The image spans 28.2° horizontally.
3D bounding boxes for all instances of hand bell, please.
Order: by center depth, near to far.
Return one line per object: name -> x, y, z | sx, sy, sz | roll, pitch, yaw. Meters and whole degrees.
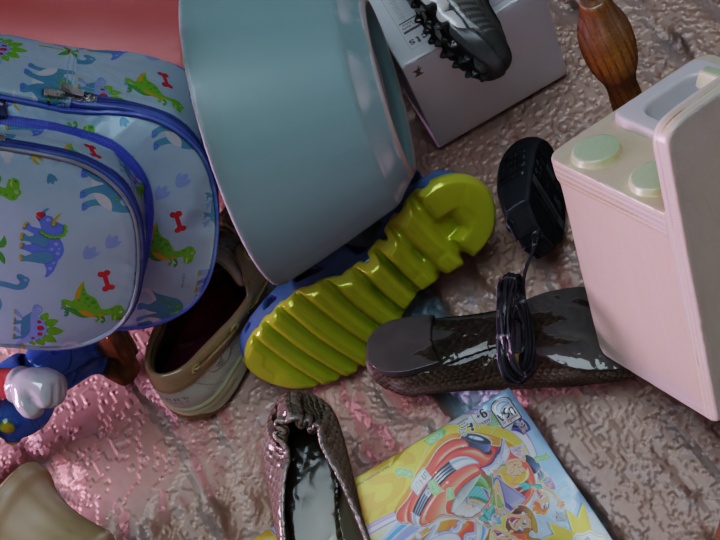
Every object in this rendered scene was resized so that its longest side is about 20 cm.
hand bell -> 0.164, -0.105, 0.878 | 0.103, 0.200, 0.105 | -10, 57, 16
hand bell -> -0.139, 0.205, 0.908 | 0.198, 0.104, 0.105 | 19, 72, 12

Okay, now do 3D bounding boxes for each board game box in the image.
board game box -> 0.042, 0.178, 0.870 | 0.199, 0.034, 0.135 | -30, 61, -8

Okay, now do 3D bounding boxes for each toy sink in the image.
toy sink -> 0.196, -0.043, 0.815 | 0.130, 0.201, 0.112 | -34, 37, -18

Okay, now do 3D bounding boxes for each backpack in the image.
backpack -> -0.187, -0.041, 0.895 | 0.198, 0.184, 0.147 | 2, 34, -11

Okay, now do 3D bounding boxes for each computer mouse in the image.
computer mouse -> 0.100, -0.010, 0.920 | 0.034, 0.059, 0.201 | -14, 40, 28

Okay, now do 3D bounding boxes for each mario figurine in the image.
mario figurine -> -0.236, 0.108, 0.962 | 0.199, 0.124, 0.106 | -30, 42, -14

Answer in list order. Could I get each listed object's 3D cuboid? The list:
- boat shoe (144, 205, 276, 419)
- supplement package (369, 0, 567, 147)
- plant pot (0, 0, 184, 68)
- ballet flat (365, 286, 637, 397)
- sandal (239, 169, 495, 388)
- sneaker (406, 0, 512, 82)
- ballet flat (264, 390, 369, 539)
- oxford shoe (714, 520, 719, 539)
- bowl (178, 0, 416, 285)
boat shoe -> -0.088, 0.003, 0.991 | 0.073, 0.066, 0.201 | 14, 71, 23
supplement package -> 0.047, -0.211, 1.021 | 0.113, 0.110, 0.201 | -29, 60, 3
plant pot -> -0.194, -0.126, 1.028 | 0.175, 0.201, 0.202 | -2, 65, 6
ballet flat -> 0.102, 0.054, 0.925 | 0.198, 0.047, 0.068 | -7, 50, 8
sandal -> 0.000, 0.000, 0.970 | 0.200, 0.080, 0.087 | -38, 31, 3
sneaker -> 0.057, -0.209, 0.916 | 0.090, 0.067, 0.201 | -33, 58, 4
ballet flat -> -0.019, 0.159, 0.835 | 0.067, 0.046, 0.201 | -14, 60, 0
oxford shoe -> 0.261, 0.098, 0.834 | 0.071, 0.071, 0.201 | 17, 71, 26
bowl -> -0.029, -0.100, 0.898 | 0.104, 0.201, 0.202 | -14, 62, 9
